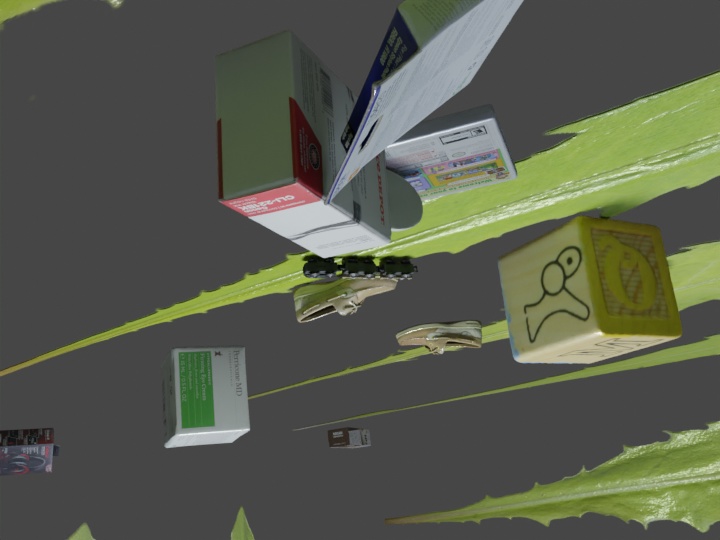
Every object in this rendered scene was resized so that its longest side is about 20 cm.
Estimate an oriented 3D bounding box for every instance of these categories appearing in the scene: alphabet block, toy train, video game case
[{"bbox_3d":[0.371,0.039,1.311,0.195,0.197,0.200,2,162,-31],"label":"alphabet block"},{"bbox_3d":[0.000,0.000,1.316,0.199,0.034,0.046,1,165,-20],"label":"toy train"},{"bbox_3d":[0.077,-0.128,0.957,0.199,0.022,0.182,-12,162,16],"label":"video game case"}]

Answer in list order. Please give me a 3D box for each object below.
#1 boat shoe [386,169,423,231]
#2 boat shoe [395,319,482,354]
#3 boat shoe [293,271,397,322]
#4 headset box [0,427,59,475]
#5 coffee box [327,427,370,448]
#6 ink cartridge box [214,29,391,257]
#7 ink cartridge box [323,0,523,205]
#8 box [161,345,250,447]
[{"bbox_3d":[-0.023,-0.085,0.926,0.200,0.071,0.071,9,168,-30],"label":"boat shoe"},{"bbox_3d":[0.181,0.156,1.821,0.198,0.067,0.074,-7,163,3],"label":"boat shoe"},{"bbox_3d":[-0.025,0.048,1.406,0.199,0.065,0.072,-12,162,19],"label":"boat shoe"},{"bbox_3d":[-1.116,0.608,2.682,0.199,0.075,0.149,2,127,-24],"label":"headset box"},{"bbox_3d":[-0.050,0.771,3.670,0.114,0.080,0.200,-15,161,25],"label":"coffee box"},{"bbox_3d":[-0.049,-0.109,0.765,0.083,0.145,0.200,-12,162,23],"label":"ink cartridge box"},{"bbox_3d":[0.045,-0.160,0.631,0.200,0.041,0.200,-43,175,-23],"label":"ink cartridge box"},{"bbox_3d":[-0.359,0.290,1.833,0.170,0.200,0.200,0,162,-22],"label":"box"}]
